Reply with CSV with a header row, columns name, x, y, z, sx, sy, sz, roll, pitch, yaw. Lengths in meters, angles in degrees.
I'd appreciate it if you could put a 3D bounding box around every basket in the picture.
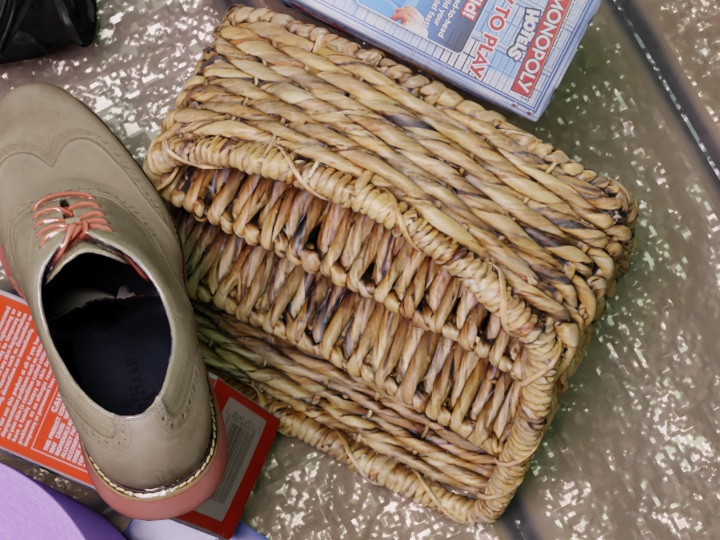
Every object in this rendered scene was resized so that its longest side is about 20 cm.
name,x,y,z,sx,sy,sz,roll,pitch,yaw
basket,0.000,0.000,0.787,0.200,0.143,0.149,28,81,10

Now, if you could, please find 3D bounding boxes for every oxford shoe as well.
name,x,y,z,sx,sy,sz,roll,pitch,yaw
oxford shoe,-0.099,-0.007,0.711,0.070,0.075,0.200,-22,59,-10

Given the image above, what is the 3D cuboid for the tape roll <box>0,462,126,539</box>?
name,x,y,z,sx,sy,sz,roll,pitch,yaw
tape roll,-0.179,0.178,0.780,0.200,0.066,0.200,-7,69,18

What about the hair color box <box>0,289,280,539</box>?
name,x,y,z,sx,sy,sz,roll,pitch,yaw
hair color box,-0.145,0.047,0.797,0.200,0.111,0.064,22,82,16

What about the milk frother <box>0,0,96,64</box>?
name,x,y,z,sx,sy,sz,roll,pitch,yaw
milk frother,-0.223,-0.130,0.800,0.188,0.200,0.181,-11,68,3

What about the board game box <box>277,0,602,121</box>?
name,x,y,z,sx,sy,sz,roll,pitch,yaw
board game box,0.005,-0.128,0.790,0.200,0.200,0.062,29,95,10

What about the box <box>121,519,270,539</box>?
name,x,y,z,sx,sy,sz,roll,pitch,yaw
box,-0.095,0.201,0.811,0.121,0.032,0.200,30,81,11
